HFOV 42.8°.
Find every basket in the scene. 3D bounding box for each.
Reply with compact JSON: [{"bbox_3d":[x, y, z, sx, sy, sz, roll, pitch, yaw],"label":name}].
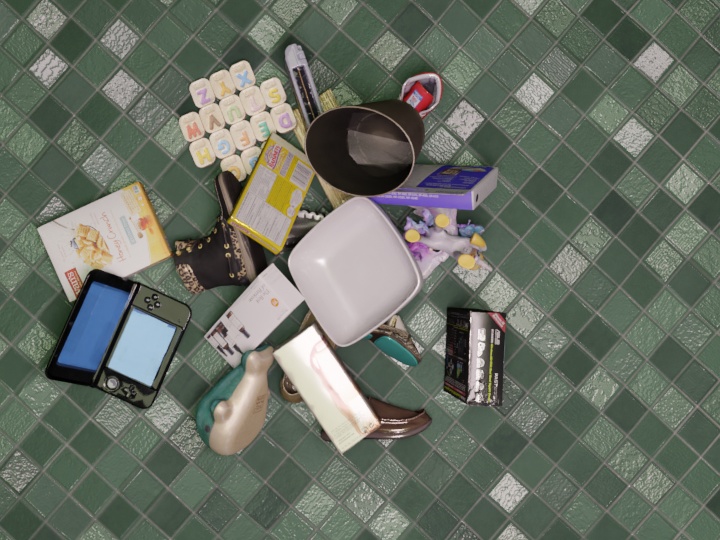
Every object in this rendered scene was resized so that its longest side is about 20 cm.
[{"bbox_3d":[0.028,-0.208,1.484,0.178,0.200,0.138,14,111,15],"label":"basket"}]

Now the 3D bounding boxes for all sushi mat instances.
[{"bbox_3d":[-0.049,-0.214,1.642,0.095,0.012,0.202,-28,90,-1],"label":"sushi mat"}]

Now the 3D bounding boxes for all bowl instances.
[{"bbox_3d":[0.000,0.000,1.514,0.199,0.074,0.201,-39,74,22],"label":"bowl"}]

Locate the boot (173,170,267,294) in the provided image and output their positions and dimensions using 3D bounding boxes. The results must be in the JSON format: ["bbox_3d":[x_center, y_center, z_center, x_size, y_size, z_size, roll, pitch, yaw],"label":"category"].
[{"bbox_3d":[-0.253,-0.058,1.582,0.149,0.073,0.202,-13,103,21],"label":"boot"}]

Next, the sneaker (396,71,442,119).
[{"bbox_3d":[0.072,-0.261,1.592,0.071,0.112,0.201,37,85,-1],"label":"sneaker"}]

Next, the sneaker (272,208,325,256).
[{"bbox_3d":[-0.122,-0.067,1.616,0.197,0.066,0.092,9,92,3],"label":"sneaker"}]

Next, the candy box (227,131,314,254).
[{"bbox_3d":[-0.146,-0.134,1.561,0.102,0.026,0.202,32,54,-16],"label":"candy box"}]

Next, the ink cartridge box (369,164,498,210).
[{"bbox_3d":[0.109,-0.136,1.523,0.196,0.200,0.044,5,109,24],"label":"ink cartridge box"}]

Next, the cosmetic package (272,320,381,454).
[{"bbox_3d":[-0.055,0.191,1.527,0.087,0.103,0.201,-35,93,-1],"label":"cosmetic package"}]

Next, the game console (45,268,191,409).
[{"bbox_3d":[-0.411,0.123,1.581,0.174,0.116,0.202,24,89,0],"label":"game console"}]

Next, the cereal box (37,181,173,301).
[{"bbox_3d":[-0.449,-0.050,1.620,0.198,0.040,0.145,-25,90,-1],"label":"cereal box"}]

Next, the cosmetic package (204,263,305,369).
[{"bbox_3d":[-0.183,0.081,1.562,0.083,0.051,0.200,44,129,-1],"label":"cosmetic package"}]

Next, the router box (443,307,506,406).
[{"bbox_3d":[0.190,0.141,1.548,0.061,0.200,0.152,3,90,-6],"label":"router box"}]

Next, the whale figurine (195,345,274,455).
[{"bbox_3d":[-0.215,0.213,1.570,0.103,0.159,0.202,27,107,22],"label":"whale figurine"}]

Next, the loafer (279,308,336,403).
[{"bbox_3d":[-0.083,0.141,1.610,0.075,0.067,0.202,20,89,-1],"label":"loafer"}]

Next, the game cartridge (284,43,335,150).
[{"bbox_3d":[-0.086,-0.273,1.570,0.040,0.133,0.202,-18,89,0],"label":"game cartridge"}]

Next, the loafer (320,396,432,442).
[{"bbox_3d":[0.026,0.257,1.608,0.197,0.073,0.072,-5,90,-1],"label":"loafer"}]

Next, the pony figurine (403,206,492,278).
[{"bbox_3d":[0.134,-0.050,1.571,0.191,0.200,0.168,25,90,13],"label":"pony figurine"}]

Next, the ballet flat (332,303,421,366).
[{"bbox_3d":[0.028,0.099,1.605,0.198,0.068,0.076,24,64,-19],"label":"ballet flat"}]

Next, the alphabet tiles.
[{"bbox_3d":[-0.218,-0.263,1.634,0.198,0.015,0.198,-22,90,2],"label":"alphabet tiles"}]
